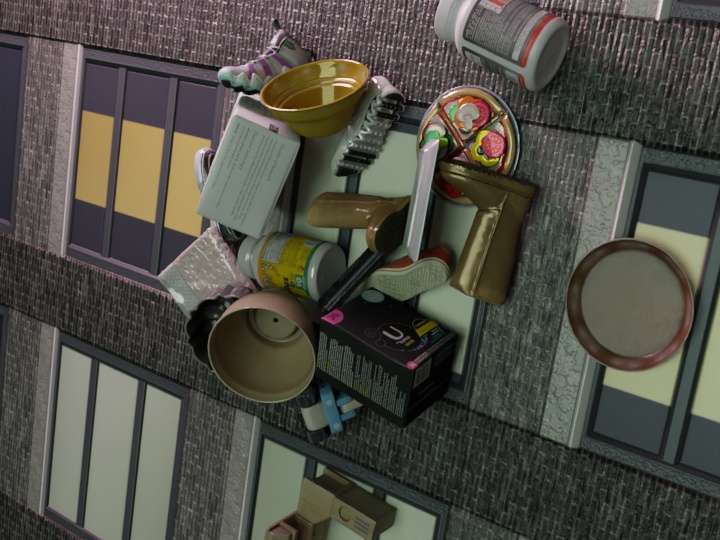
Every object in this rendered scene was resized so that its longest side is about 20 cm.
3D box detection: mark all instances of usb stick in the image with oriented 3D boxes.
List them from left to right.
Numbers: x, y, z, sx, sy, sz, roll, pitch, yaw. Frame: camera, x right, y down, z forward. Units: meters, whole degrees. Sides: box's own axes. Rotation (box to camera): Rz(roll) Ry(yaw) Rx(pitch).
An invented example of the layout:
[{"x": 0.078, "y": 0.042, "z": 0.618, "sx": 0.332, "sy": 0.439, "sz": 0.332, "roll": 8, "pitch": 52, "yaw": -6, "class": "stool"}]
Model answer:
[{"x": 0.000, "y": 0.000, "z": 1.569, "sx": 0.200, "sy": 0.056, "sz": 0.033, "roll": -46, "pitch": 113, "yaw": 2, "class": "usb stick"}]

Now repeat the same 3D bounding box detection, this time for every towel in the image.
[{"x": -0.305, "y": 0.041, "z": 1.797, "sx": 0.190, "sy": 0.032, "sz": 0.202, "roll": -34, "pitch": 93, "yaw": 31, "class": "towel"}]

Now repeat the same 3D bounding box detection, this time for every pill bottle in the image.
[{"x": -0.134, "y": -0.011, "z": 1.661, "sx": 0.196, "sy": 0.112, "sz": 0.116, "roll": 13, "pitch": 102, "yaw": 31, "class": "pill bottle"}, {"x": 0.221, "y": -0.376, "z": 1.386, "sx": 0.198, "sy": 0.115, "sz": 0.118, "roll": 34, "pitch": 112, "yaw": 26, "class": "pill bottle"}]

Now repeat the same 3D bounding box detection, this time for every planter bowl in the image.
[{"x": -0.165, "y": 0.119, "z": 1.595, "sx": 0.195, "sy": 0.136, "sz": 0.205, "roll": 4, "pitch": 119, "yaw": 7, "class": "planter bowl"}, {"x": -0.073, "y": -0.290, "z": 1.538, "sx": 0.197, "sy": 0.201, "sz": 0.085, "roll": 12, "pitch": 132, "yaw": 32, "class": "planter bowl"}]

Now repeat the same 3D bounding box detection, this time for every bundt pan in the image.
[{"x": -0.243, "y": 0.113, "z": 1.729, "sx": 0.196, "sy": 0.076, "sz": 0.206, "roll": 5, "pitch": 122, "yaw": 7, "class": "bundt pan"}]

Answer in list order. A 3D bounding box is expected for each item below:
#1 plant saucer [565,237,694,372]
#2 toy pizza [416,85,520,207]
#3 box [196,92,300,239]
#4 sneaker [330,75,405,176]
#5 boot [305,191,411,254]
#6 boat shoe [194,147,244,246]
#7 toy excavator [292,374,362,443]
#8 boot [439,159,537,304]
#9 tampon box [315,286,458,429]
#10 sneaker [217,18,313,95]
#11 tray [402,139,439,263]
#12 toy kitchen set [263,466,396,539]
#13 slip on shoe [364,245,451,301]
[{"x": 0.414, "y": 0.052, "z": 1.347, "sx": 0.196, "sy": 0.034, "sz": 0.206, "roll": 3, "pitch": 96, "yaw": 34, "class": "plant saucer"}, {"x": 0.175, "y": -0.210, "z": 1.482, "sx": 0.196, "sy": 0.031, "sz": 0.206, "roll": 4, "pitch": 97, "yaw": 34, "class": "toy pizza"}, {"x": -0.203, "y": -0.200, "z": 1.621, "sx": 0.128, "sy": 0.200, "sz": 0.203, "roll": 21, "pitch": 111, "yaw": -13, "class": "box"}, {"x": 0.005, "y": -0.257, "z": 1.577, "sx": 0.201, "sy": 0.074, "sz": 0.082, "roll": -54, "pitch": 48, "yaw": 27, "class": "sneaker"}, {"x": -0.012, "y": -0.086, "z": 1.546, "sx": 0.196, "sy": 0.175, "sz": 0.068, "roll": 5, "pitch": 116, "yaw": 30, "class": "boot"}, {"x": -0.275, "y": -0.152, "z": 1.771, "sx": 0.070, "sy": 0.072, "sz": 0.205, "roll": -11, "pitch": 98, "yaw": 37, "class": "boat shoe"}, {"x": -0.020, "y": 0.237, "z": 1.613, "sx": 0.196, "sy": 0.195, "sz": 0.102, "roll": -20, "pitch": 107, "yaw": -7, "class": "toy excavator"}, {"x": 0.185, "y": -0.063, "z": 1.434, "sx": 0.171, "sy": 0.066, "sz": 0.204, "roll": 18, "pitch": 105, "yaw": 5, "class": "boot"}, {"x": 0.044, "y": 0.146, "z": 1.519, "sx": 0.197, "sy": 0.149, "sz": 0.129, "roll": 27, "pitch": 125, "yaw": 28, "class": "tampon box"}, {"x": -0.171, "y": -0.393, "z": 1.609, "sx": 0.077, "sy": 0.197, "sz": 0.144, "roll": 5, "pitch": 93, "yaw": 50, "class": "sneaker"}, {"x": 0.098, "y": -0.118, "z": 1.457, "sx": 0.022, "sy": 0.107, "sz": 0.205, "roll": 9, "pitch": 97, "yaw": -5, "class": "tray"}, {"x": -0.066, "y": 0.516, "z": 1.636, "sx": 0.178, "sy": 0.162, "sz": 0.205, "roll": 22, "pitch": 107, "yaw": 30, "class": "toy kitchen set"}, {"x": 0.086, "y": 0.004, "z": 1.551, "sx": 0.198, "sy": 0.062, "sz": 0.074, "roll": -20, "pitch": 120, "yaw": 44, "class": "slip on shoe"}]
